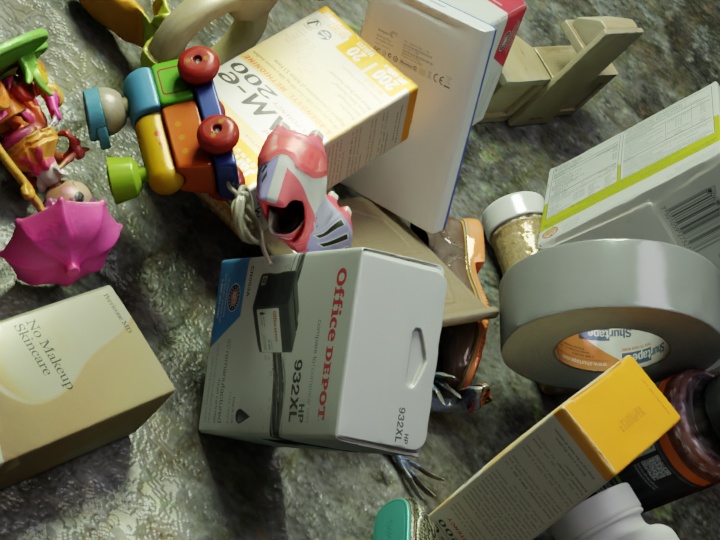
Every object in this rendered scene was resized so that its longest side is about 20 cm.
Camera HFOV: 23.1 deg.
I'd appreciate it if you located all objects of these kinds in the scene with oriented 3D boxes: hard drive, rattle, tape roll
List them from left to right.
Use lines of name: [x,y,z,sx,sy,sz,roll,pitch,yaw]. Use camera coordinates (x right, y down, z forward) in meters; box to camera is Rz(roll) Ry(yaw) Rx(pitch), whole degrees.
rattle: [-0.133,-0.259,1.587,0.143,0.200,0.130,49,5,35]
hard drive: [0.045,-0.152,1.613,0.132,0.201,0.025,31,31,30]
tape roll: [0.223,0.043,1.573,0.200,0.200,0.066,18,60,-32]

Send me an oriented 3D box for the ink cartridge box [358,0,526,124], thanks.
ink cartridge box: [0.065,-0.197,1.737,0.085,0.148,0.200,35,36,18]

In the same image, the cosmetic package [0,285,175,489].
cosmetic package: [-0.243,0.091,1.281,0.200,0.071,0.105,-23,75,-50]

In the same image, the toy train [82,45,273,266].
toy train: [-0.149,-0.077,1.398,0.115,0.085,0.201,-14,61,-7]

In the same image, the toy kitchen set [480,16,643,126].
toy kitchen set: [0.185,-0.278,1.911,0.200,0.163,0.181,-9,65,-47]

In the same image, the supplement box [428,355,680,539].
supplement box: [0.159,0.169,1.487,0.074,0.200,0.126,51,38,8]

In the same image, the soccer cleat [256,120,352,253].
soccer cleat: [-0.050,-0.044,1.423,0.066,0.200,0.077,16,66,13]

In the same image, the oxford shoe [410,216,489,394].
oxford shoe: [0.077,0.031,1.646,0.073,0.071,0.201,10,46,-11]

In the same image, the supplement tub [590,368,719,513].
supplement tub: [0.279,0.156,1.603,0.107,0.200,0.107,20,56,-33]

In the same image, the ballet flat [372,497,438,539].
ballet flat: [0.036,0.272,1.404,0.075,0.068,0.200,47,34,-27]

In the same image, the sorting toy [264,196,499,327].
sorting toy: [0.000,0.000,1.569,0.185,0.037,0.200,-7,40,-45]

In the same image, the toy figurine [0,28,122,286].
toy figurine: [-0.260,-0.077,1.392,0.185,0.150,0.200,60,14,-6]

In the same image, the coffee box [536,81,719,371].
coffee box: [0.314,-0.030,1.734,0.200,0.200,0.198,55,21,-16]

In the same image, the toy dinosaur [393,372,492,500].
toy dinosaur: [0.030,0.090,1.524,0.200,0.105,0.181,54,25,19]

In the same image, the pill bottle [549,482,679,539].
pill bottle: [0.248,0.292,1.539,0.111,0.111,0.201,-10,66,-47]

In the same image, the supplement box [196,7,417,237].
supplement box: [-0.065,-0.132,1.545,0.200,0.074,0.126,-35,65,-29]

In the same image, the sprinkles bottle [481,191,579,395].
sprinkles bottle: [0.179,0.022,1.734,0.068,0.068,0.201,7,55,-39]

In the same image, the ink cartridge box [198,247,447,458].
ink cartridge box: [-0.033,0.064,1.364,0.083,0.200,0.146,14,79,-34]
